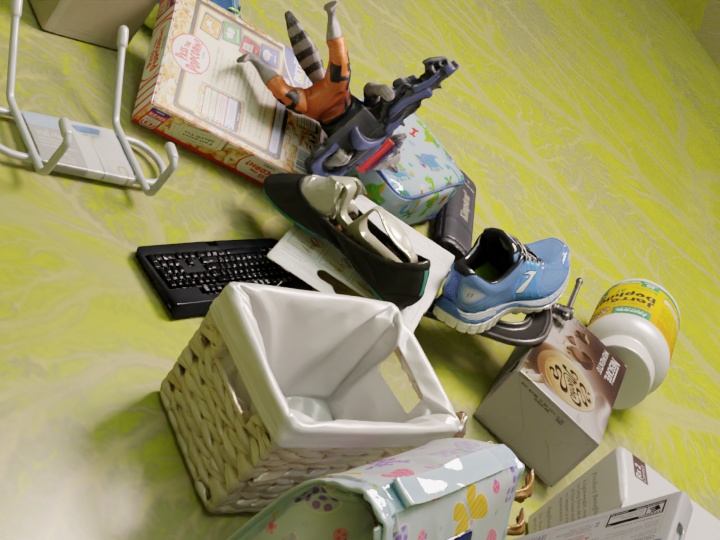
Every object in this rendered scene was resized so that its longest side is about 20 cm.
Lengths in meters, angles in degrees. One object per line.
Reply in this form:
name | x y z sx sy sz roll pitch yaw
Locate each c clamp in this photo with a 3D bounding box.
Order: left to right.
c clamp | 0.143 0.031 1.247 0.198 0.027 0.171 16 31 7

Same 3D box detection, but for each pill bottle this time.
pill bottle | 0.333 0.093 1.399 0.113 0.113 0.200 45 29 2

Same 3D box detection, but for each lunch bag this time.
lunch bag | 0.004 0.195 0.748 0.169 0.200 0.128 -5 55 -55
lunch bag | 0.026 -0.129 1.323 0.161 0.082 0.200 51 29 10

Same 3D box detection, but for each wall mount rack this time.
wall mount rack | -0.248 -0.151 1.004 0.199 0.075 0.175 9 44 -48

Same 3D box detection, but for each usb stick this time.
usb stick | 0.121 -0.070 1.421 0.055 0.033 0.201 36 29 -13

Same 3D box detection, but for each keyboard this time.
keyboard | -0.106 0.004 1.024 0.199 0.040 0.104 -9 57 -55

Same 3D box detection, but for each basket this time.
basket | -0.043 0.105 0.885 0.199 0.123 0.136 10 43 -47

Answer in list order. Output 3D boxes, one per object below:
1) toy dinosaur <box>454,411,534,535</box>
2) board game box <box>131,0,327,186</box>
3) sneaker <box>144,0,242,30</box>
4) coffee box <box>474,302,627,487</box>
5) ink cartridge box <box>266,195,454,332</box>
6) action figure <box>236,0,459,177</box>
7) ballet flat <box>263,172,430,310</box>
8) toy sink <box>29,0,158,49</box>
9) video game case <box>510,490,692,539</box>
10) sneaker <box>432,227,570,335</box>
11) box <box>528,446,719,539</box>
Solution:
toy dinosaur | 0.103 0.213 1.022 0.105 0.061 0.201 12 30 -7
board game box | -0.129 -0.185 1.173 0.199 0.046 0.153 26 58 -31
sneaker | -0.154 -0.264 1.240 0.200 0.105 0.076 41 27 -6
coffee box | 0.213 0.131 1.226 0.113 0.080 0.200 43 29 3
ink cartridge box | 0.000 0.000 1.138 0.161 0.050 0.200 33 34 2
action figure | -0.003 -0.188 1.165 0.194 0.199 0.105 54 5 -28
ballet flat | -0.007 -0.048 1.085 0.200 0.069 0.068 40 34 13
toy sink | -0.247 -0.346 1.129 0.112 0.200 0.131 6 45 -48
video game case | 0.154 0.247 0.881 0.022 0.199 0.182 63 29 -5
sneaker | 0.163 -0.002 1.193 0.078 0.090 0.199 34 38 31
box | 0.263 0.307 1.010 0.199 0.131 0.199 37 30 -14
